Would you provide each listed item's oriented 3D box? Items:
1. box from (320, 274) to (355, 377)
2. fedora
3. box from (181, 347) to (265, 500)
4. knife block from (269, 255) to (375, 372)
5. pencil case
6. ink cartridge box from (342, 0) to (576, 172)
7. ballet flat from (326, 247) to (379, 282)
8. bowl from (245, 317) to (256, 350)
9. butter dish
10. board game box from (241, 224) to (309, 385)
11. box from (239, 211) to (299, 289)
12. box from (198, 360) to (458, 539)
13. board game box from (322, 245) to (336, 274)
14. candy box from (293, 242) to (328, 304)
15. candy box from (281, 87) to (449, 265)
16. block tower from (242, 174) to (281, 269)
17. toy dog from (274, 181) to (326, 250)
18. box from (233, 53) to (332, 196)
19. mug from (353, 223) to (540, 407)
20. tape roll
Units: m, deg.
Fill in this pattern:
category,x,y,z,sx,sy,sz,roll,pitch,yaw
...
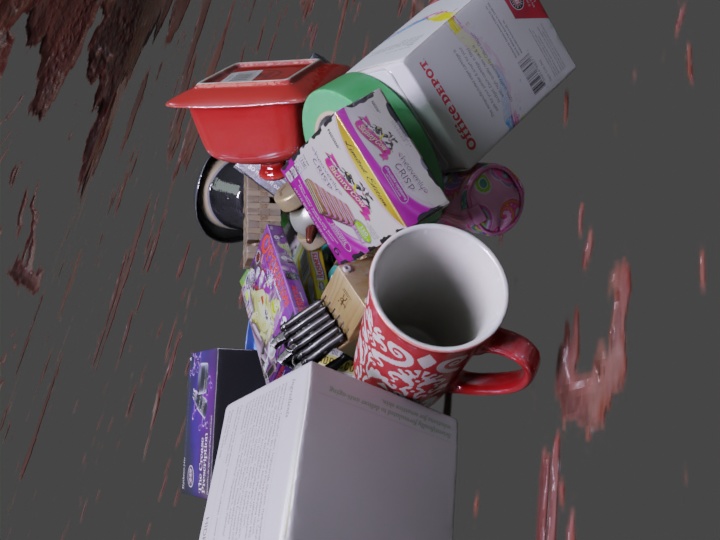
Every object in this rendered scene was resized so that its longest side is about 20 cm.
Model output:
category,x,y,z,sx,sy,sz,roll,pitch,yaw
box,-0.024,0.113,1.147,0.049,0.082,0.200,66,-140,-73
fedora,-0.176,-0.122,1.546,0.092,0.201,0.201,21,85,36
box,-0.189,0.212,1.298,0.141,0.079,0.200,160,114,-65
knife block,-0.001,0.059,1.097,0.064,0.200,0.176,56,142,23
pencil case,0.103,-0.085,1.104,0.200,0.087,0.087,11,77,60
ink cartridge box,0.110,-0.225,1.073,0.200,0.145,0.145,-43,22,-22
ballet flat,0.000,0.000,1.225,0.071,0.065,0.200,66,156,22
bowl,-0.116,0.115,1.301,0.201,0.039,0.201,-175,90,-68
butter dish,-0.122,-0.190,1.232,0.200,0.199,0.148,-55,-37,-60
board game box,-0.110,0.046,1.219,0.120,0.032,0.200,-61,32,29
box,-0.123,0.008,1.473,0.144,0.036,0.200,-57,30,13
box,-0.031,0.231,0.946,0.171,0.199,0.200,-31,43,46
board game box,0.011,-0.069,1.312,0.200,0.028,0.135,-43,34,34
candy box,-0.065,0.051,1.277,0.102,0.026,0.200,113,152,-49
candy box,-0.002,-0.091,0.994,0.061,0.136,0.200,-32,1,-24
block tower,-0.151,-0.095,1.440,0.058,0.054,0.200,129,141,-67
toy dog,-0.018,-0.095,1.211,0.200,0.132,0.096,-47,30,19
box,-0.060,-0.188,1.361,0.200,0.148,0.107,-54,1,10
mug,0.070,0.078,0.942,0.178,0.133,0.200,55,156,19
tape roll,0.011,-0.124,1.065,0.048,0.201,0.200,-34,18,-23
